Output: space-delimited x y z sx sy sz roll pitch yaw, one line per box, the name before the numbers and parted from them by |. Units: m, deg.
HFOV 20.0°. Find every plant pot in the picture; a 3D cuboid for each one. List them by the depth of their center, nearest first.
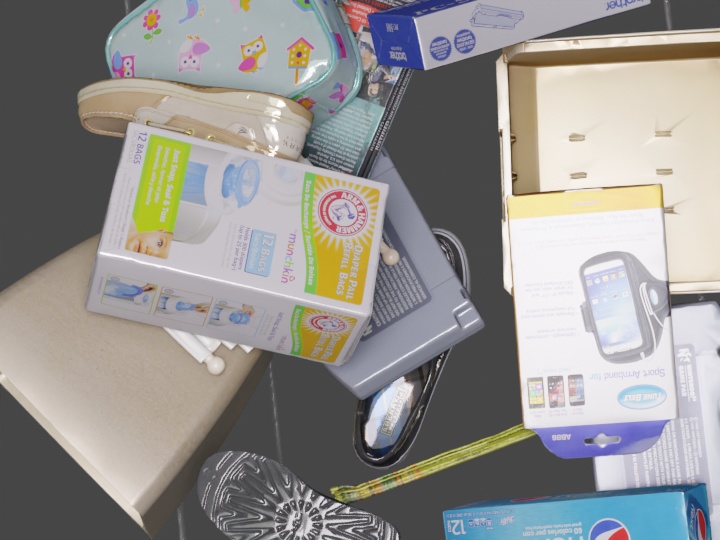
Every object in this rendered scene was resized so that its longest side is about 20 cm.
plant pot | -0.174 0.070 1.602 0.200 0.200 0.177 44 78 7

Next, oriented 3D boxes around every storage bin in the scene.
storage bin | 0.208 -0.080 1.602 0.197 0.094 0.202 -2 88 6

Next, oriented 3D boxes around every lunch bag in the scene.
lunch bag | -0.100 -0.173 1.626 0.199 0.077 0.161 -30 69 19

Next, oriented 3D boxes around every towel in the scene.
towel | 0.074 0.145 1.614 0.199 0.086 0.018 -21 86 5

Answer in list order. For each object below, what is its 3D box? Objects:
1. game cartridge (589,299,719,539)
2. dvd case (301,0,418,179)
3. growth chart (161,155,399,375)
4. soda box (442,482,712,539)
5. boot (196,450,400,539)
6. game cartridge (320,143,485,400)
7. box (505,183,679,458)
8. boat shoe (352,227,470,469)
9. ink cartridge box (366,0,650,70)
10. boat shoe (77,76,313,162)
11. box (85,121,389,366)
game cartridge | 0.247 0.128 1.620 0.132 0.041 0.201 -6 87 10
dvd case | -0.029 -0.160 1.644 0.145 0.022 0.201 22 89 29
growth chart | -0.086 -0.015 1.552 0.200 0.018 0.145 -34 79 -25
soda box | 0.168 0.208 1.582 0.199 0.064 0.068 -8 87 26
boot | -0.038 0.202 1.568 0.164 0.200 0.066 26 82 10
game cartridge | 0.000 0.000 1.614 0.133 0.042 0.201 -33 57 8
box | 0.176 0.038 1.539 0.118 0.041 0.202 -4 94 7
boat shoe | 0.037 0.063 1.630 0.070 0.066 0.201 21 90 6
ink cartridge box | 0.115 -0.202 1.577 0.199 0.094 0.045 -18 105 -19
boat shoe | -0.134 -0.102 1.546 0.199 0.074 0.070 6 79 28
box | -0.089 -0.017 1.485 0.199 0.101 0.113 14 64 -7
